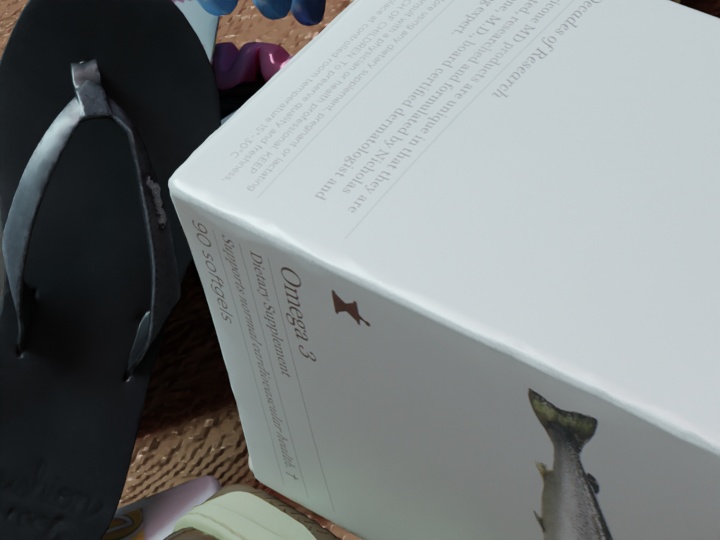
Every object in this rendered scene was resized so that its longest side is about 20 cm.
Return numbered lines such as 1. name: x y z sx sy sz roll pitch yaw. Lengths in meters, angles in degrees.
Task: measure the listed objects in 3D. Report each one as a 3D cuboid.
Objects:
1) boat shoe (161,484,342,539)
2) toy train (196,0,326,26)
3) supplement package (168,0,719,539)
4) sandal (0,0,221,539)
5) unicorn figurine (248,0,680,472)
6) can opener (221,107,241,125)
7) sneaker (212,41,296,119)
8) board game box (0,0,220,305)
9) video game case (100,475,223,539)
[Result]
1. boat shoe: 0.005 0.126 0.590 0.075 0.075 0.202 -33 36 -29
2. toy train: -0.015 -0.155 0.888 0.086 0.115 0.200 -8 2 17
3. supplement package: 0.072 0.018 0.574 0.200 0.117 0.117 25 56 31
4. sandal: -0.088 -0.001 0.769 0.076 0.201 0.043 7 4 -8
5. unicorn figurine: 0.043 -0.002 0.829 0.137 0.074 0.201 -2 55 30
6. can opener: 0.000 0.000 0.749 0.067 0.053 0.200 -34 33 7
7. sneaker: 0.004 -0.045 0.908 0.199 0.079 0.096 -9 42 34
8. board game box: -0.106 -0.051 0.909 0.064 0.148 0.200 20 34 -13
9. video game case: -0.127 0.158 0.743 0.199 0.023 0.182 -21 33 5
